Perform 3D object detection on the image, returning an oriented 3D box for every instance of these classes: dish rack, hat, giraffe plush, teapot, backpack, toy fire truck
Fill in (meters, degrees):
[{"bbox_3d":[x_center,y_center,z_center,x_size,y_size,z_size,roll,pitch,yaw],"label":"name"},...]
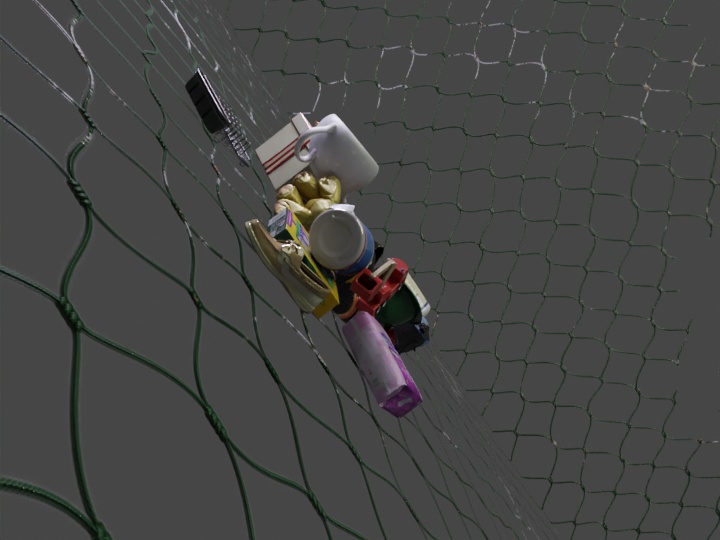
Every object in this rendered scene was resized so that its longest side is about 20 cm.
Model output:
[{"bbox_3d":[-0.290,-0.313,1.485,0.156,0.054,0.200,61,7,26],"label":"dish rack"},{"bbox_3d":[0.038,0.114,1.656,0.198,0.175,0.168,20,-37,56],"label":"hat"},{"bbox_3d":[-0.091,-0.102,1.586,0.197,0.173,0.165,25,-36,28],"label":"giraffe plush"},{"bbox_3d":[-0.061,-0.259,1.655,0.201,0.145,0.198,49,4,-12],"label":"teapot"},{"bbox_3d":[0.109,0.143,1.921,0.185,0.133,0.200,58,7,19],"label":"backpack"},{"bbox_3d":[0.044,0.022,1.472,0.048,0.200,0.143,34,-41,15],"label":"toy fire truck"}]

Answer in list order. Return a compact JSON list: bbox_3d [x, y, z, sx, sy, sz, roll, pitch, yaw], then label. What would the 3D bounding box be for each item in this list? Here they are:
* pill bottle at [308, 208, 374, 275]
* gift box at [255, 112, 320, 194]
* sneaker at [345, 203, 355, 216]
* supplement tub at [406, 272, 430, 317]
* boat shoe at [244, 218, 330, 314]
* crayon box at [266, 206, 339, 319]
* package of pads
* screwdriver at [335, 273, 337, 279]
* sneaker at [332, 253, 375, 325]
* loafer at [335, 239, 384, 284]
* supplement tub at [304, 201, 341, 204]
[{"bbox_3d":[-0.030,-0.050,1.380,0.114,0.111,0.200,56,5,10],"label":"pill bottle"},{"bbox_3d":[-0.143,-0.280,1.858,0.187,0.185,0.200,59,8,28],"label":"gift box"},{"bbox_3d":[-0.036,-0.120,1.852,0.204,0.065,0.091,62,2,14],"label":"sneaker"},{"bbox_3d":[0.122,0.083,2.287,0.203,0.143,0.145,56,6,-2],"label":"supplement tub"},{"bbox_3d":[-0.125,-0.018,1.212,0.201,0.066,0.074,53,6,-29],"label":"boat shoe"},{"bbox_3d":[-0.113,-0.020,1.356,0.175,0.057,0.200,56,5,-16],"label":"crayon box"},{"bbox_3d":[0.043,0.191,1.432,0.120,0.075,0.202,43,15,-54],"label":"package of pads"},{"bbox_3d":[-0.054,0.026,1.745,0.028,0.028,0.202,18,26,-25],"label":"screwdriver"},{"bbox_3d":[-0.004,0.042,1.579,0.091,0.068,0.203,57,39,-37],"label":"sneaker"},{"bbox_3d":[0.000,0.000,1.651,0.204,0.069,0.074,-66,147,-30],"label":"loafer"},{"bbox_3d":[-0.083,-0.110,1.760,0.203,0.121,0.123,61,8,34],"label":"supplement tub"}]
